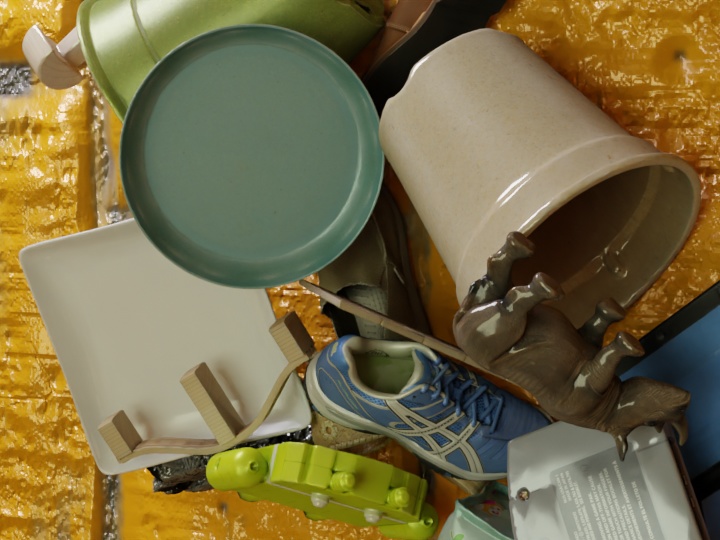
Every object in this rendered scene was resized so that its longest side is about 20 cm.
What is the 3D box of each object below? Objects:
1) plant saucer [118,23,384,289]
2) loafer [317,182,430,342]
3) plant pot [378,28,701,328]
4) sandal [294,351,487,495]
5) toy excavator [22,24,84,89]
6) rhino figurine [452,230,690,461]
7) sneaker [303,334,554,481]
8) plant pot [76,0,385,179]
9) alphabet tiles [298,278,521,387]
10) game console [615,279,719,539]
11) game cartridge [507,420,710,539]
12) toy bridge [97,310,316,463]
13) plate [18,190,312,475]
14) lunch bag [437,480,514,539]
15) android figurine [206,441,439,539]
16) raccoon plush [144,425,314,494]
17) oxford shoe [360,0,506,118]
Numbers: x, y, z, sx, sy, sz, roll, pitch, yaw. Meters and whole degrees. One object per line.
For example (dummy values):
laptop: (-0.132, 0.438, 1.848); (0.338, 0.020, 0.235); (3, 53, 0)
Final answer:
plant saucer: (-0.081, -0.086, 1.562); (0.198, 0.027, 0.202); (-1, 106, -4)
loafer: (0.000, 0.000, 1.646); (0.076, 0.067, 0.202); (-27, 82, 29)
plant pot: (0.112, -0.068, 1.505); (0.201, 0.199, 0.184); (-53, 57, 26)
sandal: (-0.003, 0.131, 1.640); (0.211, 0.078, 0.070); (34, 82, 17)
toy excavator: (-0.196, -0.253, 1.729); (0.100, 0.193, 0.201); (54, 162, 31)
rhino figurine: (0.147, 0.063, 1.403); (0.199, 0.060, 0.087); (35, 115, -21)
sneaker: (0.056, 0.102, 1.569); (0.077, 0.198, 0.076); (119, 166, -62)
plant pot: (-0.087, -0.186, 1.628); (0.189, 0.200, 0.201); (-35, 76, 20)
alphabet tiles: (0.057, 0.054, 1.534); (0.199, 0.167, 0.008); (24, 90, -12)
game console: (0.256, 0.127, 1.456); (0.200, 0.116, 0.177); (-40, 34, 31)
game cartridge: (0.178, 0.198, 1.459); (0.132, 0.040, 0.202); (-21, 72, 15)
toy bridge: (-0.115, 0.106, 1.629); (0.199, 0.027, 0.068); (-30, 98, 24)
plate: (-0.151, 0.049, 1.654); (0.198, 0.032, 0.201); (-15, 102, 22)
lunch bag: (0.135, 0.282, 1.559); (0.199, 0.122, 0.172); (29, 104, 18)
android figurine: (-0.025, 0.171, 1.618); (0.200, 0.181, 0.041); (-15, 58, 64)
raccoon plush: (-0.113, 0.105, 1.747); (0.198, 0.097, 0.135); (-14, 72, 5)
oxford shoe: (0.052, -0.190, 1.604); (0.201, 0.071, 0.072); (-53, 40, 26)
